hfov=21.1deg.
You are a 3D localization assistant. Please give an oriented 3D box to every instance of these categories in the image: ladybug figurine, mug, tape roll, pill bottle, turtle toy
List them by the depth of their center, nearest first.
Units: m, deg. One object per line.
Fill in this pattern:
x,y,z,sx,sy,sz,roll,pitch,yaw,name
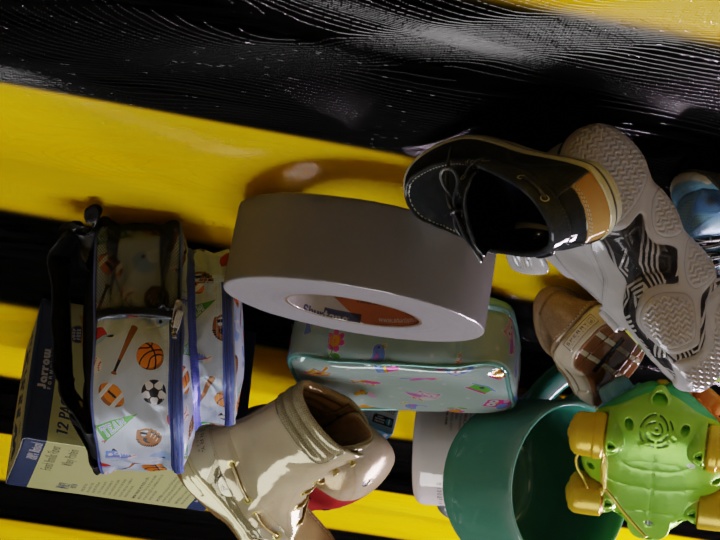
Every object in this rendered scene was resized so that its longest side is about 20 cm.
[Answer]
0.000,0.000,1.454,0.200,0.066,0.200,10,169,2,tape roll
0.251,0.162,1.646,0.145,0.101,0.200,7,135,10,turtle toy
0.158,0.183,1.740,0.114,0.185,0.152,-4,115,50,mug
-0.053,0.179,1.812,0.136,0.072,0.200,34,155,-25,ladybug figurine
0.155,0.175,1.863,0.200,0.115,0.114,3,160,9,pill bottle

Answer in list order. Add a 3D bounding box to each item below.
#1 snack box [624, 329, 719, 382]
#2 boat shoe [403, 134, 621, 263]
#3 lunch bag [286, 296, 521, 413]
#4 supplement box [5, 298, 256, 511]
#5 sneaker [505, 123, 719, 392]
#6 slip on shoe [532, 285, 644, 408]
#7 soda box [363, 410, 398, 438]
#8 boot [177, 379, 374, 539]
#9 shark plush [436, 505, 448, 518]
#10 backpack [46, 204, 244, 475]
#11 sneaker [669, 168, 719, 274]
0.327,0.045,1.544,0.200,0.053,0.142,-2,160,25,snack box
0.086,-0.046,1.281,0.062,0.075,0.200,-28,-158,-30,boat shoe
0.038,0.072,1.669,0.200,0.077,0.160,2,161,11,lunch bag
-0.220,0.131,1.822,0.199,0.134,0.200,9,160,-12,supplement box
0.172,-0.005,1.328,0.115,0.075,0.200,-10,113,59,sneaker
0.189,0.062,1.632,0.061,0.076,0.200,41,-177,23,slip on shoe
-0.017,0.143,1.887,0.063,0.068,0.200,19,158,-9,soda box
-0.046,0.183,1.692,0.155,0.073,0.200,-29,123,24,boot
0.095,0.208,1.999,0.083,0.091,0.200,9,-157,-17,shark plush
-0.168,0.070,1.557,0.154,0.191,0.200,4,159,4,backpack
0.248,-0.007,1.370,0.078,0.090,0.200,7,158,-2,sneaker
